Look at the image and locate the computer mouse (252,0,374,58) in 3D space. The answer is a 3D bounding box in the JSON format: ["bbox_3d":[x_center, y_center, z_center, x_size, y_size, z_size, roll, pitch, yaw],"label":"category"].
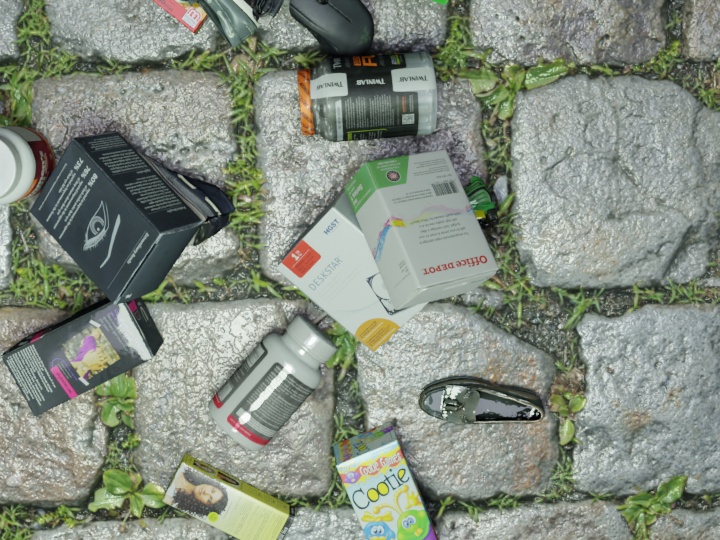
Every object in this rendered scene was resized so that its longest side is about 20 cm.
[{"bbox_3d":[-0.049,-0.373,1.565,0.200,0.053,0.139,31,84,-35],"label":"computer mouse"}]

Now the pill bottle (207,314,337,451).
[{"bbox_3d":[-0.130,0.167,1.646,0.111,0.111,0.200,41,94,-8],"label":"pill bottle"}]

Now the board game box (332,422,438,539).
[{"bbox_3d":[0.042,0.358,1.685,0.103,0.105,0.201,-22,99,-1],"label":"board game box"}]

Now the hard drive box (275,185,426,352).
[{"bbox_3d":[0.000,0.000,1.616,0.200,0.077,0.156,40,125,-6],"label":"hard drive box"}]

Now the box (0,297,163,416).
[{"bbox_3d":[-0.412,0.117,1.617,0.199,0.122,0.107,-26,99,0],"label":"box"}]

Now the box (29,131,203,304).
[{"bbox_3d":[-0.351,-0.077,1.554,0.200,0.104,0.148,46,118,10],"label":"box"}]

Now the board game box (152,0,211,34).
[{"bbox_3d":[-0.244,-0.474,1.584,0.151,0.046,0.200,36,94,-8],"label":"board game box"}]

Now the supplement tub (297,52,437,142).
[{"bbox_3d":[0.009,-0.254,1.591,0.199,0.123,0.123,-5,98,-3],"label":"supplement tub"}]

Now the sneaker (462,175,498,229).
[{"bbox_3d":[0.105,-0.089,1.653,0.199,0.078,0.086,-13,75,2],"label":"sneaker"}]

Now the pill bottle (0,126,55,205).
[{"bbox_3d":[-0.509,-0.150,1.536,0.109,0.200,0.110,0,98,-3],"label":"pill bottle"}]

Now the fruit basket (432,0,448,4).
[{"bbox_3d":[0.083,-0.514,1.571,0.214,0.156,0.217,9,55,-13],"label":"fruit basket"}]

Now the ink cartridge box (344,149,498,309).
[{"bbox_3d":[0.086,-0.059,1.533,0.144,0.084,0.201,-12,71,-31],"label":"ink cartridge box"}]

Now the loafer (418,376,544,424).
[{"bbox_3d":[0.192,0.209,1.693,0.199,0.063,0.072,4,97,-4],"label":"loafer"}]

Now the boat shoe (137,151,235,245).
[{"bbox_3d":[-0.278,-0.120,1.627,0.200,0.093,0.075,44,129,15],"label":"boat shoe"}]

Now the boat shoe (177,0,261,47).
[{"bbox_3d":[-0.232,-0.400,1.537,0.200,0.073,0.062,40,90,-14],"label":"boat shoe"}]

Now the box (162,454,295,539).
[{"bbox_3d":[-0.205,0.369,1.701,0.199,0.050,0.076,27,96,-7],"label":"box"}]
